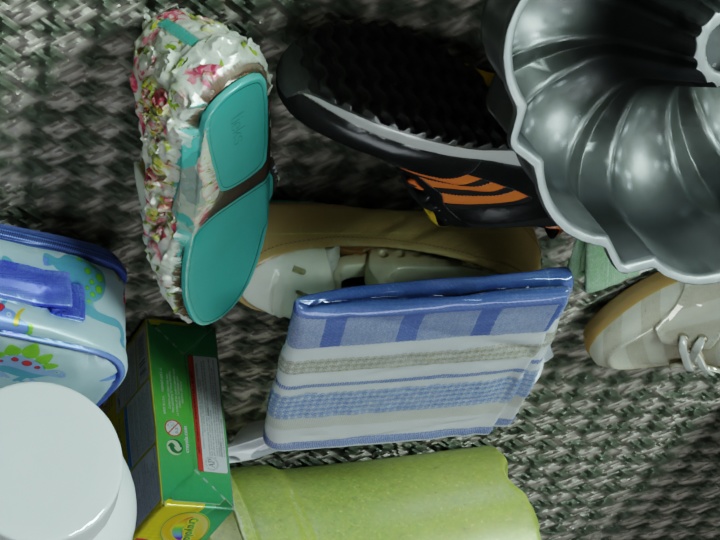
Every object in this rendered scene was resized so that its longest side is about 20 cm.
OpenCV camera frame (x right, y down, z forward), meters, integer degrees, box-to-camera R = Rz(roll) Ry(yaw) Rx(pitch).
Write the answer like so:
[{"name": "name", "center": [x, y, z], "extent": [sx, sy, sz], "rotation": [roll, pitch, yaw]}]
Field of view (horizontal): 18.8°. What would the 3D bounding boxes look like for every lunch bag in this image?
[{"name": "lunch bag", "center": [-0.225, 0.032, 1.106], "extent": [0.199, 0.083, 0.161], "rotation": [12, 147, -29]}]

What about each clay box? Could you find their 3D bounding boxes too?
[{"name": "clay box", "center": [-0.134, 0.127, 1.256], "extent": [0.047, 0.116, 0.200], "rotation": [7, 147, -24]}]

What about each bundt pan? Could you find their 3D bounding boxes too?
[{"name": "bundt pan", "center": [0.137, -0.101, 0.906], "extent": [0.201, 0.076, 0.203], "rotation": [-6, 109, -17]}]

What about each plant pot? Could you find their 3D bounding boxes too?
[{"name": "plant pot", "center": [0.014, 0.194, 1.354], "extent": [0.183, 0.201, 0.201], "rotation": [-14, 151, -12]}]

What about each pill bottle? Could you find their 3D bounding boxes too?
[{"name": "pill bottle", "center": [-0.173, 0.134, 1.101], "extent": [0.110, 0.112, 0.200], "rotation": [1, 153, -14]}]

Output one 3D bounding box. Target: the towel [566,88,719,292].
[{"name": "towel", "center": [0.191, -0.068, 1.036], "extent": [0.199, 0.023, 0.153], "rotation": [-23, 150, -12]}]

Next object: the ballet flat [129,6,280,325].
[{"name": "ballet flat", "center": [-0.077, -0.053, 1.025], "extent": [0.075, 0.064, 0.200], "rotation": [-35, 156, -28]}]

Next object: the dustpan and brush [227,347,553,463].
[{"name": "dustpan and brush", "center": [0.008, 0.066, 1.239], "extent": [0.199, 0.058, 0.140], "rotation": [-12, 149, 8]}]

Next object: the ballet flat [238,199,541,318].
[{"name": "ballet flat", "center": [0.000, 0.000, 1.125], "extent": [0.199, 0.063, 0.069], "rotation": [-2, 143, -10]}]

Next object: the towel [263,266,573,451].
[{"name": "towel", "center": [0.026, 0.048, 1.133], "extent": [0.146, 0.024, 0.200], "rotation": [-5, 157, -9]}]

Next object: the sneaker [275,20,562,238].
[{"name": "sneaker", "center": [0.039, -0.053, 1.030], "extent": [0.199, 0.070, 0.090], "rotation": [9, 137, -30]}]

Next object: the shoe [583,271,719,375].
[{"name": "shoe", "center": [0.220, 0.023, 1.223], "extent": [0.199, 0.054, 0.070], "rotation": [-20, 147, 19]}]
